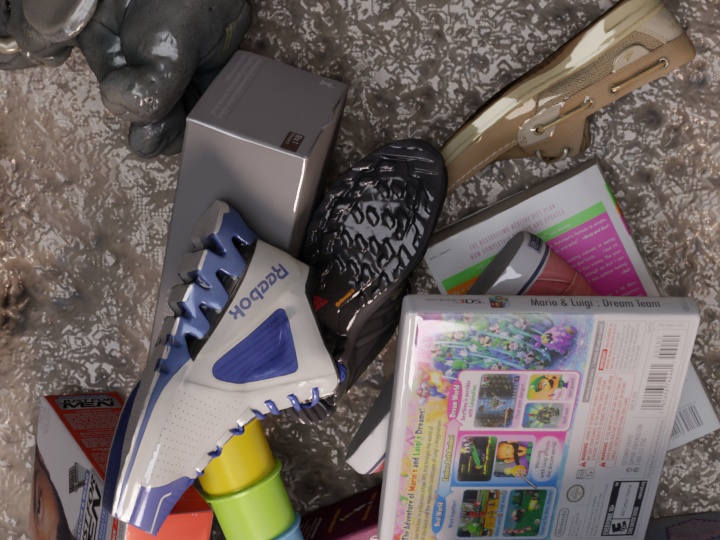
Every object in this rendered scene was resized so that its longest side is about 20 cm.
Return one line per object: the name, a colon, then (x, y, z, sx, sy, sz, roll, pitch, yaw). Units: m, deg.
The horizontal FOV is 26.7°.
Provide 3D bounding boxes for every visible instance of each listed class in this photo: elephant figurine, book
elephant figurine: (-0.178, -0.176, 0.993, 0.199, 0.142, 0.155, 36, 71, 12)
book: (0.144, 0.042, 1.031, 0.133, 0.048, 0.201, -24, 100, 13)

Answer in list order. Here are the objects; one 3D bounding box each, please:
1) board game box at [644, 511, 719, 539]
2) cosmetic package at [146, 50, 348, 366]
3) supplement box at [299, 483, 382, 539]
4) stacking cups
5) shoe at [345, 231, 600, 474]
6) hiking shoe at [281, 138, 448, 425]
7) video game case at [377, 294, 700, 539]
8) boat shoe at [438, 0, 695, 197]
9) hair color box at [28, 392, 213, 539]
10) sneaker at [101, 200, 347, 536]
board game box: (0.154, 0.222, 0.992, 0.198, 0.200, 0.042, -8, 102, 11)
cosmetic package: (-0.075, -0.028, 0.991, 0.089, 0.107, 0.201, 16, 123, 6)
supplement box: (-0.035, 0.242, 1.087, 0.199, 0.086, 0.111, -24, 99, 14)
stacking cups: (-0.062, 0.191, 1.004, 0.060, 0.061, 0.202, -15, 104, 13)
shoe: (0.080, 0.076, 0.990, 0.091, 0.072, 0.200, 37, 107, -7)
hiking shoe: (0.000, 0.000, 0.999, 0.075, 0.101, 0.201, 30, 106, 8)
video game case: (0.107, 0.101, 0.960, 0.180, 0.024, 0.201, 1, 126, -6)
boat shoe: (0.124, -0.101, 0.985, 0.199, 0.071, 0.065, -37, 94, 14)
hair color box: (-0.169, 0.171, 1.036, 0.063, 0.200, 0.112, 1, 107, -27)
sneaker: (-0.072, 0.071, 0.907, 0.114, 0.081, 0.201, 23, 85, -14)
